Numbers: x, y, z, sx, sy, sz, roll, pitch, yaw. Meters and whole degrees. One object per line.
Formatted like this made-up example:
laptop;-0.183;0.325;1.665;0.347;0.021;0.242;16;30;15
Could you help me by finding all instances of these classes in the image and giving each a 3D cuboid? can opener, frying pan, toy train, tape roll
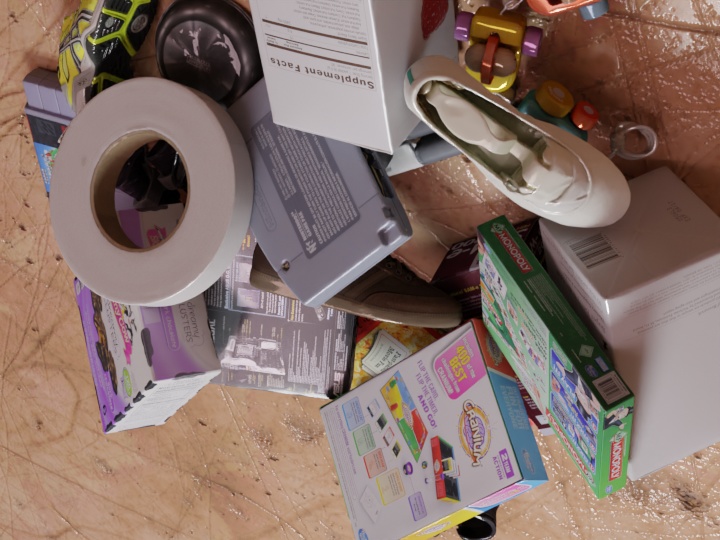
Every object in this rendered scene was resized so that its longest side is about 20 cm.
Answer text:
can opener;0.054;-0.110;1.209;0.198;0.067;0.053;-16;122;37
frying pan;-0.161;-0.169;1.284;0.115;0.031;0.190;46;123;-2
toy train;0.149;-0.152;1.076;0.148;0.056;0.202;-8;121;27
tape roll;-0.189;-0.069;1.254;0.200;0.037;0.206;-2;86;26

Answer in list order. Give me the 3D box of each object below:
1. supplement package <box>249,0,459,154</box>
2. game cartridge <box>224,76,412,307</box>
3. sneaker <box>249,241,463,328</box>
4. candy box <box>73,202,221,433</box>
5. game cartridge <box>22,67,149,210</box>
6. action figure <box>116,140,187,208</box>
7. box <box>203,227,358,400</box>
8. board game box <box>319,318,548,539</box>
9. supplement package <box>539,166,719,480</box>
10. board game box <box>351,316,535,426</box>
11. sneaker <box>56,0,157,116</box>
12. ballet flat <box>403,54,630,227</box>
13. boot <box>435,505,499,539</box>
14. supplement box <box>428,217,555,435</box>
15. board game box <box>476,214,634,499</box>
supplement package;-0.006;-0.215;1.089;0.119;0.122;0.202;17;138;27
game cartridge;-0.045;-0.079;1.215;0.133;0.040;0.202;-34;68;25
sneaker;0.000;0.000;1.260;0.197;0.070;0.077;12;93;3
candy box;-0.213;0.050;1.374;0.200;0.071;0.170;-41;60;60
game cartridge;-0.276;-0.108;1.456;0.128;0.039;0.202;13;136;17
action figure;-0.148;-0.046;1.407;0.129;0.070;0.200;-20;121;37
box;-0.078;0.019;1.346;0.155;0.050;0.203;6;113;5
board game box;0.061;0.157;1.280;0.199;0.155;0.040;-32;154;33
supplement package;0.234;0.045;1.145;0.122;0.118;0.202;-122;13;-52
board game box;0.070;0.103;1.419;0.199;0.046;0.151;39;140;-6
sneaker;-0.243;-0.221;1.291;0.076;0.075;0.201;46;134;19
ballet flat;0.114;-0.089;1.054;0.199;0.070;0.070;34;141;-2
boot;0.056;0.185;1.370;0.198;0.132;0.070;6;136;30
supplement box;0.166;0.056;1.295;0.108;0.061;0.201;-16;120;43
board game box;0.154;0.069;1.139;0.135;0.029;0.201;80;163;-53
